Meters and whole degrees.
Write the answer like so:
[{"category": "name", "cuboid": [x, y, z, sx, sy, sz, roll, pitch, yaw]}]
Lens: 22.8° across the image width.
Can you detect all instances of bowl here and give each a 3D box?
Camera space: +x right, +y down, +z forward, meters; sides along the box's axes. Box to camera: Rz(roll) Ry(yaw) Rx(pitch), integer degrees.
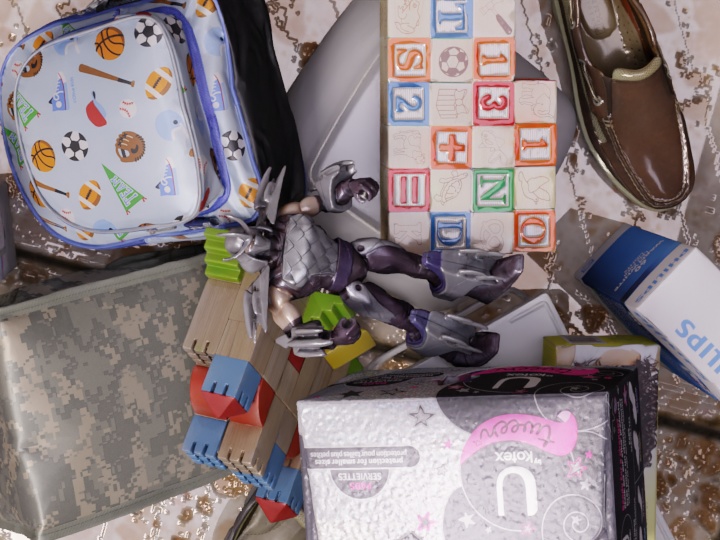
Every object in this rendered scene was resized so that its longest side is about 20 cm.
[{"category": "bowl", "cuboid": [0.042, -0.086, 1.274, 0.199, 0.075, 0.200, 34, 93, -8]}]

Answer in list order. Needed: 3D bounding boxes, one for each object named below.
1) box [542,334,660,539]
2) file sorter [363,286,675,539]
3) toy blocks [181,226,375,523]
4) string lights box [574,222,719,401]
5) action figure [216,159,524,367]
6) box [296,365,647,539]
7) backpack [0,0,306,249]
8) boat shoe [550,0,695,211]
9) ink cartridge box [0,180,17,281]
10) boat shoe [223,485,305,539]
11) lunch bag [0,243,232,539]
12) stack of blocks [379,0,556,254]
[{"category": "box", "cuboid": [0.158, 0.146, 1.193, 0.075, 0.050, 0.202, -2, 96, -6]}, {"category": "file sorter", "cuboid": [0.106, 0.130, 1.273, 0.138, 0.125, 0.201, -29, 97, -2]}, {"category": "toy blocks", "cuboid": [-0.069, 0.081, 1.198, 0.099, 0.200, 0.138, 10, 66, 23]}, {"category": "string lights box", "cuboid": [0.219, 0.030, 1.235, 0.103, 0.200, 0.059, 45, 91, -8]}, {"category": "action figure", "cuboid": [0.000, 0.000, 1.137, 0.199, 0.069, 0.131, 16, 77, -23]}, {"category": "box", "cuboid": [0.072, 0.131, 1.121, 0.198, 0.115, 0.133, -3, 95, 17]}, {"category": "backpack", "cuboid": [-0.150, -0.098, 1.208, 0.189, 0.154, 0.202, -10, 92, 31]}, {"category": "boat shoe", "cuboid": [0.187, -0.135, 1.278, 0.074, 0.075, 0.203, -26, 97, -3]}, {"category": "ink cartridge box", "cuboid": [-0.298, -0.018, 1.187, 0.115, 0.200, 0.068, -6, 96, -4]}, {"category": "boat shoe", "cuboid": [-0.045, 0.171, 1.293, 0.073, 0.065, 0.201, 30, 89, -4]}, {"category": "lunch bag", "cuboid": [-0.168, 0.079, 1.247, 0.199, 0.117, 0.165, -15, 97, -30]}, {"category": "stack of blocks", "cuboid": [0.071, -0.114, 1.206, 0.114, 0.059, 0.202, -1, 96, -5]}]
